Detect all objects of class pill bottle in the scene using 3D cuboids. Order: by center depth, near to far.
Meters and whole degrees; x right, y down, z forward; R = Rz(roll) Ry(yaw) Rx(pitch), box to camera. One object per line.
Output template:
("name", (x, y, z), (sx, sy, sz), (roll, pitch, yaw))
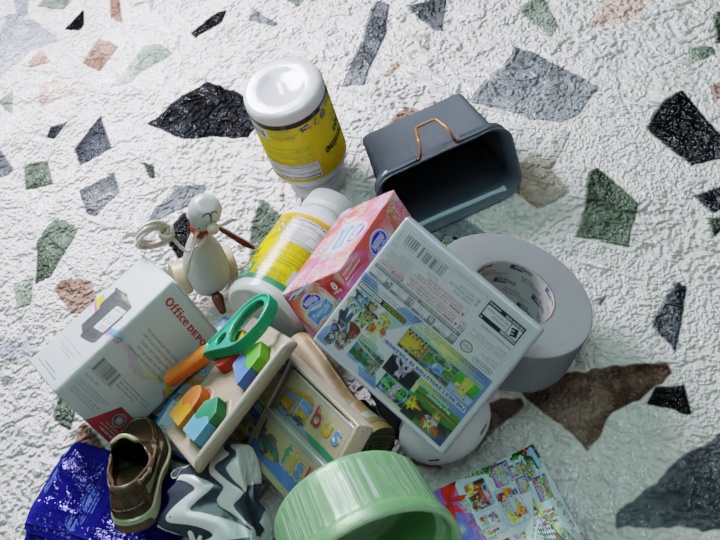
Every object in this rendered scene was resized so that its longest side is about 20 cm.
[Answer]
("pill bottle", (-0.081, -0.013, 1.514), (0.112, 0.113, 0.200), (17, 56, 24))
("pill bottle", (-0.083, -0.191, 1.585), (0.112, 0.200, 0.113), (-7, 56, 10))

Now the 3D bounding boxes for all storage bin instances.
("storage bin", (0.097, -0.159, 1.564), (0.199, 0.146, 0.135), (-25, 44, -3))

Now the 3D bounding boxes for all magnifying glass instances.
("magnifying glass", (-0.175, 0.091, 1.409), (0.200, 0.022, 0.080), (-36, 26, 32))

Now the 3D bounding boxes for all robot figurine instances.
("robot figurine", (0.075, 0.139, 1.373), (0.124, 0.151, 0.200), (0, 43, -37))

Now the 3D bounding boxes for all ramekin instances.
("ramekin", (0.001, 0.291, 1.249), (0.199, 0.200, 0.098), (-27, 46, -4))

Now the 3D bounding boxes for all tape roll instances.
("tape roll", (0.173, 0.048, 1.361), (0.199, 0.066, 0.201), (10, 44, -10))

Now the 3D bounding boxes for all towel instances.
("towel", (-0.310, 0.297, 1.413), (0.199, 0.050, 0.148), (12, 62, 22))

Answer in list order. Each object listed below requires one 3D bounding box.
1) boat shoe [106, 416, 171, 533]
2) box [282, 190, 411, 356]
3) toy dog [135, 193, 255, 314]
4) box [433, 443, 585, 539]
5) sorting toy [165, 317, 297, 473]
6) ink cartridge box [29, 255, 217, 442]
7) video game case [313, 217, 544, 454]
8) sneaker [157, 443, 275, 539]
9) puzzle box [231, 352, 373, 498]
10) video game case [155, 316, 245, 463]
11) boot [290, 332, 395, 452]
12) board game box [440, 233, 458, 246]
("boat shoe", (-0.270, 0.225, 1.371), (0.074, 0.075, 0.202), (-16, 27, -4))
("box", (0.000, 0.000, 1.419), (0.094, 0.103, 0.200), (-23, 20, 35))
("toy dog", (-0.202, -0.011, 1.507), (0.131, 0.200, 0.097), (-31, 68, -1))
("box", (0.179, 0.311, 1.279), (0.136, 0.039, 0.201), (-24, 54, -2))
("sorting toy", (-0.165, 0.141, 1.375), (0.185, 0.036, 0.200), (-53, 18, -8))
("ink cartridge box", (-0.297, 0.104, 1.468), (0.200, 0.146, 0.083), (-44, 47, -11))
("video game case", (0.073, 0.072, 1.278), (0.200, 0.022, 0.183), (40, 101, 14))
("sneaker", (-0.174, 0.313, 1.336), (0.129, 0.079, 0.200), (-15, 86, 19))
("puzzle box", (-0.076, 0.189, 1.349), (0.200, 0.025, 0.134), (37, 102, 46))
("video game case", (-0.172, 0.165, 1.484), (0.143, 0.018, 0.201), (18, 64, 26))
("boot", (-0.050, 0.200, 1.387), (0.200, 0.066, 0.176), (41, 108, 45))
("board game box", (0.169, 0.029, 1.482), (0.199, 0.023, 0.105), (24, 68, 27))
